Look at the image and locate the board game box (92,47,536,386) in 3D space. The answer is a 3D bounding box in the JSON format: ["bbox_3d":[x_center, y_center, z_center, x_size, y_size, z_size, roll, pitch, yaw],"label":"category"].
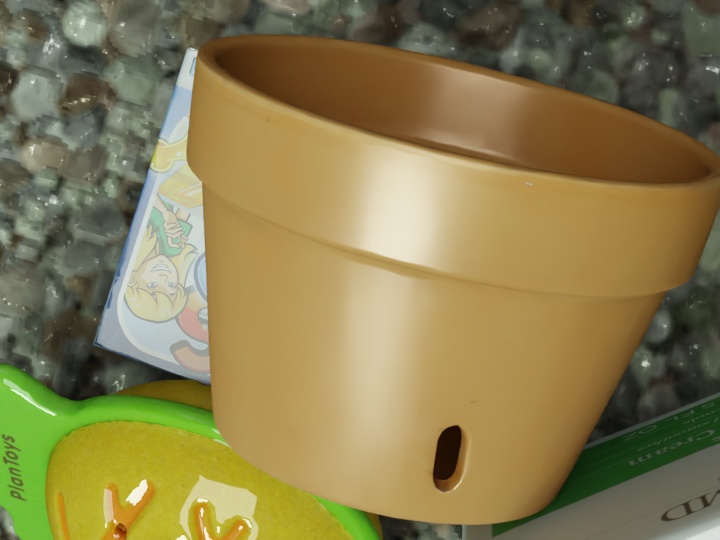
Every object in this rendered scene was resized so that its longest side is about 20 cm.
[{"bbox_3d":[0.000,0.000,0.864,0.199,0.034,0.136,18,92,6],"label":"board game box"}]

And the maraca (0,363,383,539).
[{"bbox_3d":[-0.081,0.098,0.835,0.199,0.107,0.138,16,136,15],"label":"maraca"}]

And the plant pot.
[{"bbox_3d":[0.025,0.004,0.756,0.199,0.200,0.141,13,105,7],"label":"plant pot"}]

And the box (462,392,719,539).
[{"bbox_3d":[0.159,0.158,0.760,0.198,0.171,0.201,-22,99,6],"label":"box"}]
